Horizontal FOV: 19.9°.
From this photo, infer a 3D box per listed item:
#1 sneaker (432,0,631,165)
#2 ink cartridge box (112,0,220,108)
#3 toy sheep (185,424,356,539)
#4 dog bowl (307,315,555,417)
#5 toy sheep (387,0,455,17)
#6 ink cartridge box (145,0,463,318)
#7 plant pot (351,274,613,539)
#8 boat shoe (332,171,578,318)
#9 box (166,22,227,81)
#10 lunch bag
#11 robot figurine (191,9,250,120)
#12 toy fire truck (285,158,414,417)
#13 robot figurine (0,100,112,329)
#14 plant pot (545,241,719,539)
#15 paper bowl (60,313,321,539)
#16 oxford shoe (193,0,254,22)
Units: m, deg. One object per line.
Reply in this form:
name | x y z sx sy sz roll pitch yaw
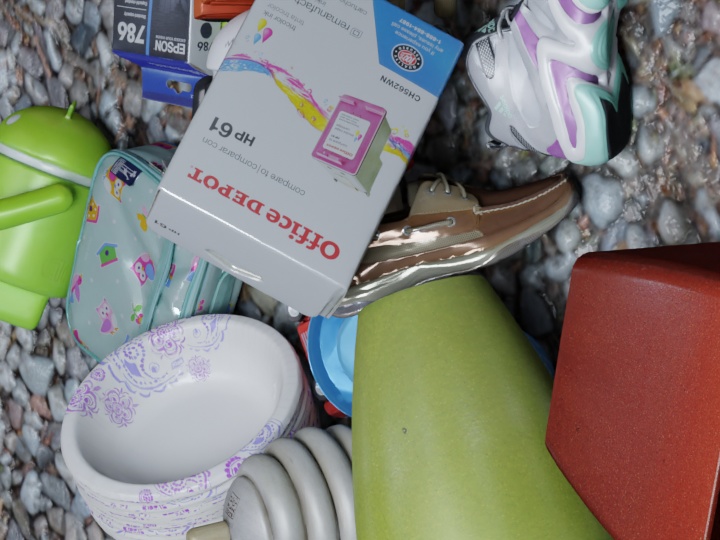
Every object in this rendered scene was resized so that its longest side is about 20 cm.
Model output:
sneaker | 0.114 -0.175 1.404 0.139 0.078 0.202 6 100 26
ink cartridge box | -0.155 -0.231 1.654 0.099 0.039 0.202 12 106 42
toy sheep | -0.031 0.179 1.486 0.138 0.198 0.139 37 134 52
dog bowl | 0.056 0.071 1.505 0.199 0.049 0.112 24 111 22
toy sheep | 0.018 -0.256 1.469 0.199 0.137 0.139 27 114 47
ink cartridge box | -0.038 -0.091 1.383 0.201 0.144 0.085 -64 5 -18
plant pot | 0.066 0.113 1.392 0.187 0.186 0.202 -27 74 44
boat shoe | 0.056 -0.033 1.441 0.076 0.198 0.072 -123 12 -83
box | -0.124 -0.267 1.676 0.121 0.047 0.202 -14 86 45
lunch bag | -0.170 -0.001 1.738 0.160 0.077 0.201 37 121 37
robot figurine | -0.054 -0.095 1.510 0.125 0.149 0.202 -109 20 -82
toy fire truck | 0.000 0.000 1.587 0.141 0.049 0.202 -29 76 42
robot figurine | -0.286 -0.054 1.806 0.175 0.115 0.202 -141 71 -78
plant pot | 0.228 0.075 1.275 0.176 0.198 0.202 24 113 49
paper bowl | -0.128 0.138 1.619 0.200 0.200 0.105 22 143 41
oxford shoe | -0.089 -0.232 1.526 0.200 0.071 0.073 179 90 -71
